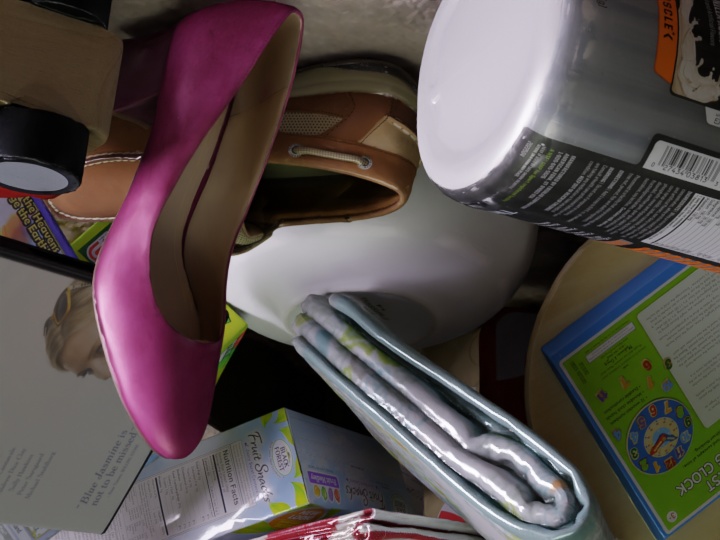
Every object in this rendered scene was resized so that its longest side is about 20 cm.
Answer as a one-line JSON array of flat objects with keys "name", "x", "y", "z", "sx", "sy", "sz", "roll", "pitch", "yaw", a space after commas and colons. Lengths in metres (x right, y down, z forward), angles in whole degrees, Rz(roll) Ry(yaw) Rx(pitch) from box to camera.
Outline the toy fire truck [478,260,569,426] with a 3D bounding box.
[{"name": "toy fire truck", "x": 0.171, "y": 0.089, "z": 0.943, "sx": 0.200, "sy": 0.168, "sz": 0.112, "roll": 6, "pitch": 153, "yaw": -11}]

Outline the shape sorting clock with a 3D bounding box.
[{"name": "shape sorting clock", "x": 0.183, "y": 0.057, "z": 0.878, "sx": 0.200, "sy": 0.200, "sz": 0.039, "roll": 9, "pitch": -178, "yaw": -16}]

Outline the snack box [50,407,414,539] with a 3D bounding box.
[{"name": "snack box", "x": -0.088, "y": 0.162, "z": 1.021, "sx": 0.200, "sy": 0.068, "sz": 0.169, "roll": -25, "pitch": 158, "yaw": 18}]

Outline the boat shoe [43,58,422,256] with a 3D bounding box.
[{"name": "boat shoe", "x": -0.065, "y": -0.049, "z": 0.769, "sx": 0.200, "sy": 0.074, "sz": 0.076, "roll": -10, "pitch": 145, "yaw": 17}]

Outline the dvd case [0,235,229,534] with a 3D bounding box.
[{"name": "dvd case", "x": -0.162, "y": 0.059, "z": 0.772, "sx": 0.018, "sy": 0.143, "sz": 0.200, "roll": 36, "pitch": -171, "yaw": 35}]

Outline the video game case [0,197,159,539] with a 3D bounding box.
[{"name": "video game case", "x": -0.213, "y": 0.062, "z": 0.826, "sx": 0.045, "sy": 0.181, "sz": 0.200, "roll": 29, "pitch": 150, "yaw": 56}]

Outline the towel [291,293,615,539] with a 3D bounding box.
[{"name": "towel", "x": 0.060, "y": 0.101, "z": 0.838, "sx": 0.048, "sy": 0.200, "sz": 0.171, "roll": -47, "pitch": 148, "yaw": -6}]

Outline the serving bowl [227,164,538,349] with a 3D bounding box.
[{"name": "serving bowl", "x": 0.000, "y": 0.000, "z": 0.884, "sx": 0.200, "sy": 0.066, "sz": 0.200, "roll": 1, "pitch": 154, "yaw": 1}]

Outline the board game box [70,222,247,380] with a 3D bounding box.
[{"name": "board game box", "x": -0.139, "y": 0.052, "z": 0.954, "sx": 0.102, "sy": 0.048, "sz": 0.200, "roll": 42, "pitch": 151, "yaw": 6}]

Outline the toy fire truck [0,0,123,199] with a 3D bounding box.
[{"name": "toy fire truck", "x": -0.223, "y": -0.066, "z": 0.712, "sx": 0.176, "sy": 0.129, "sz": 0.200, "roll": 15, "pitch": 162, "yaw": -27}]

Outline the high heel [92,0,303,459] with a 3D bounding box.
[{"name": "high heel", "x": -0.065, "y": -0.019, "z": 0.700, "sx": 0.096, "sy": 0.200, "sz": 0.067, "roll": -9, "pitch": 175, "yaw": 31}]

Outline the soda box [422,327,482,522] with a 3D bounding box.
[{"name": "soda box", "x": 0.083, "y": 0.138, "z": 1.009, "sx": 0.068, "sy": 0.200, "sz": 0.064, "roll": -17, "pitch": 149, "yaw": 30}]

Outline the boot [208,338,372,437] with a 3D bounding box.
[{"name": "boot", "x": -0.068, "y": 0.099, "z": 1.087, "sx": 0.075, "sy": 0.074, "sz": 0.200, "roll": -8, "pitch": 156, "yaw": 36}]

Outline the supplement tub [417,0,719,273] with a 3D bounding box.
[{"name": "supplement tub", "x": 0.135, "y": -0.067, "z": 0.683, "sx": 0.200, "sy": 0.123, "sz": 0.123, "roll": 13, "pitch": 151, "yaw": -25}]

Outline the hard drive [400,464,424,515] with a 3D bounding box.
[{"name": "hard drive", "x": 0.009, "y": 0.185, "z": 1.121, "sx": 0.200, "sy": 0.027, "sz": 0.132, "roll": -30, "pitch": -167, "yaw": -14}]

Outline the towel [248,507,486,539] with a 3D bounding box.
[{"name": "towel", "x": -0.032, "y": 0.177, "z": 0.939, "sx": 0.200, "sy": 0.023, "sz": 0.144, "roll": -20, "pitch": 157, "yaw": 32}]
